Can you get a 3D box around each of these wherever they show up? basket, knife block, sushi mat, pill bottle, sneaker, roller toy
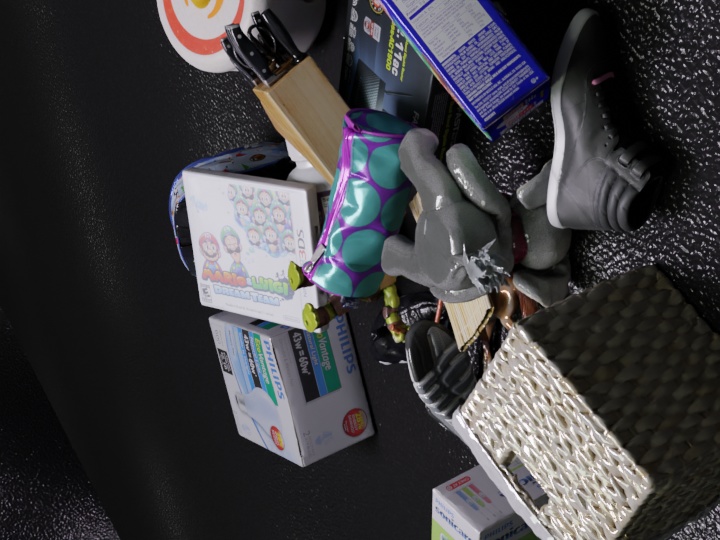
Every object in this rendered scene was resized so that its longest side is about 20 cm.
[{"bbox_3d":[0.229,0.130,1.038,0.198,0.200,0.161,52,141,26],"label":"basket"},{"bbox_3d":[-0.065,-0.187,1.257,0.200,0.064,0.176,47,174,26],"label":"knife block"},{"bbox_3d":[0.098,-0.017,1.280,0.096,0.012,0.201,117,143,-51],"label":"sushi mat"},{"bbox_3d":[-0.027,-0.075,1.411,0.112,0.112,0.201,7,115,58],"label":"pill bottle"},{"bbox_3d":[0.091,0.135,1.359,0.200,0.075,0.115,57,164,-21],"label":"sneaker"},{"bbox_3d":[0.221,-0.124,1.018,0.099,0.071,0.201,17,118,37],"label":"sneaker"},{"bbox_3d":[-0.144,-0.327,1.367,0.182,0.140,0.201,35,121,29],"label":"roller toy"}]

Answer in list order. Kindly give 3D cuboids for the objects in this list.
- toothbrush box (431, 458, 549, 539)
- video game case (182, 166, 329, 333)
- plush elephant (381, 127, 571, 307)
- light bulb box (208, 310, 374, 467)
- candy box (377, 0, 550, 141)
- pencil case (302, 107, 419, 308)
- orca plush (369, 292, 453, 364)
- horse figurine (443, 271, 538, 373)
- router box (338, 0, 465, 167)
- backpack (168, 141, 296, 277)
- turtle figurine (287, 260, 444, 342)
[{"bbox_3d":[0.160,0.313,1.322,0.086,0.145,0.201,38,140,43],"label":"toothbrush box"},{"bbox_3d":[-0.129,-0.027,1.423,0.199,0.024,0.183,11,117,35],"label":"video game case"},{"bbox_3d":[0.134,-0.042,1.141,0.200,0.154,0.165,42,133,51],"label":"plush elephant"},{"bbox_3d":[-0.100,0.150,1.672,0.200,0.124,0.199,10,117,58],"label":"light bulb box"},{"bbox_3d":[0.079,-0.217,1.035,0.200,0.077,0.169,54,-171,3],"label":"candy box"},{"bbox_3d":[0.000,-0.067,1.221,0.085,0.092,0.201,45,128,46],"label":"pencil case"},{"bbox_3d":[0.050,0.080,1.426,0.200,0.071,0.106,-13,98,61],"label":"orca plush"},{"bbox_3d":[0.149,0.048,1.252,0.200,0.050,0.133,162,100,-69],"label":"horse figurine"},{"bbox_3d":[0.048,-0.218,1.238,0.150,0.062,0.200,44,143,34],"label":"router box"},{"bbox_3d":[-0.158,-0.077,1.551,0.154,0.190,0.201,-131,31,-60],"label":"backpack"},{"bbox_3d":[0.000,0.000,1.339,0.064,0.161,0.201,170,85,-70],"label":"turtle figurine"}]
